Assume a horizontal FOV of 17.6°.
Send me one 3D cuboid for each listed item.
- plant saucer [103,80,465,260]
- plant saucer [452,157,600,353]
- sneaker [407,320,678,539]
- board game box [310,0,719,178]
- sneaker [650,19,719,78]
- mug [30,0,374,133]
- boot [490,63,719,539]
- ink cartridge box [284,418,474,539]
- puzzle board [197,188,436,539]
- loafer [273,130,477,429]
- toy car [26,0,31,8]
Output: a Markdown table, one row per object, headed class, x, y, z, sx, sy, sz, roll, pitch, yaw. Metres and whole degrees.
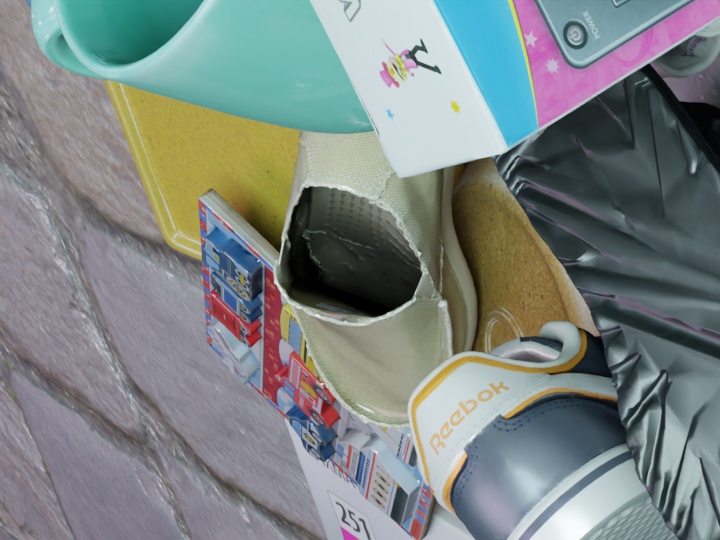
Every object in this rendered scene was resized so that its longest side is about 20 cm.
| class | x | y | z | sx | sy | sz | roll | pitch | yaw |
| --- | --- | --- | --- | --- | --- | --- | --- | --- | --- |
| plant saucer | -0.042 | -0.054 | 1.048 | 0.200 | 0.048 | 0.200 | 21 | 144 | 35 |
| plant saucer | 0.073 | 0.032 | 0.930 | 0.200 | 0.035 | 0.200 | 169 | 90 | -70 |
| sneaker | 0.075 | 0.062 | 0.776 | 0.079 | 0.078 | 0.200 | 47 | -173 | 19 |
| board game box | 0.065 | -0.135 | 0.598 | 0.148 | 0.200 | 0.064 | 62 | 157 | -10 |
| sneaker | 0.068 | -0.093 | 0.811 | 0.100 | 0.075 | 0.200 | 38 | 170 | -9 |
| mug | -0.018 | -0.121 | 0.717 | 0.185 | 0.114 | 0.152 | 21 | 97 | 59 |
| boot | 0.125 | 0.018 | 0.732 | 0.200 | 0.076 | 0.168 | 60 | -162 | 19 |
| ink cartridge box | 0.030 | 0.102 | 1.181 | 0.200 | 0.044 | 0.174 | 29 | 145 | 50 |
| puzzle board | -0.021 | 0.052 | 1.080 | 0.151 | 0.017 | 0.200 | 44 | 164 | 13 |
| loafer | 0.000 | 0.000 | 0.893 | 0.076 | 0.068 | 0.200 | 15 | 142 | 19 |
| toy car | -0.218 | -0.183 | 1.117 | 0.184 | 0.200 | 0.177 | 60 | 157 | -3 |
